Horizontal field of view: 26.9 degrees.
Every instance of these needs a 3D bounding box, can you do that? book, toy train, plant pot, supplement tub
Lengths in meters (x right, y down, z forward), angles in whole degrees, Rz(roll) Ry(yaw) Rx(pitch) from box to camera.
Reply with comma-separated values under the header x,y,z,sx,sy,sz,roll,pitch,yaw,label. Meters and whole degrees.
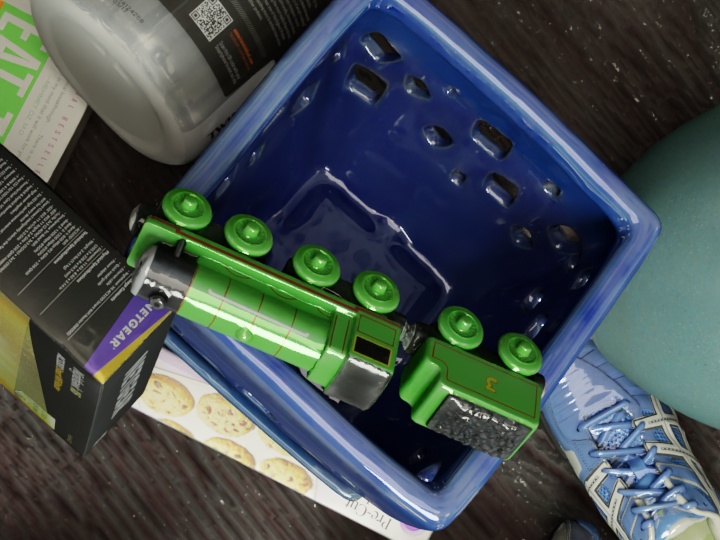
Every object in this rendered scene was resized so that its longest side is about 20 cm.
x,y,z,sx,sy,sz,roll,pitch,yaw,label
-0.245,-0.123,0.834,0.199,0.048,0.134,27,86,-6,book
-0.010,0.025,0.648,0.199,0.057,0.042,23,134,-10,toy train
0.000,0.000,0.779,0.200,0.180,0.200,41,71,-5,plant pot
0.199,0.001,0.830,0.134,0.200,0.201,-5,95,31,plant pot
-0.064,-0.161,0.796,0.200,0.122,0.123,-44,97,-19,supplement tub

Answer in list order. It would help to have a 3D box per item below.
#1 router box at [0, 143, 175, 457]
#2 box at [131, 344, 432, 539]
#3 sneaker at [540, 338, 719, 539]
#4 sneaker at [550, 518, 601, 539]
x,y,z,sx,sy,sz,roll,pitch,yaw,label
-0.172,0.007,0.737,0.157,0.200,0.052,41,70,2,router box
-0.045,0.099,0.867,0.199,0.039,0.042,29,90,-7,box
0.168,0.118,0.873,0.076,0.077,0.200,-36,95,-2,sneaker
0.075,0.230,0.871,0.085,0.077,0.201,26,90,-3,sneaker
